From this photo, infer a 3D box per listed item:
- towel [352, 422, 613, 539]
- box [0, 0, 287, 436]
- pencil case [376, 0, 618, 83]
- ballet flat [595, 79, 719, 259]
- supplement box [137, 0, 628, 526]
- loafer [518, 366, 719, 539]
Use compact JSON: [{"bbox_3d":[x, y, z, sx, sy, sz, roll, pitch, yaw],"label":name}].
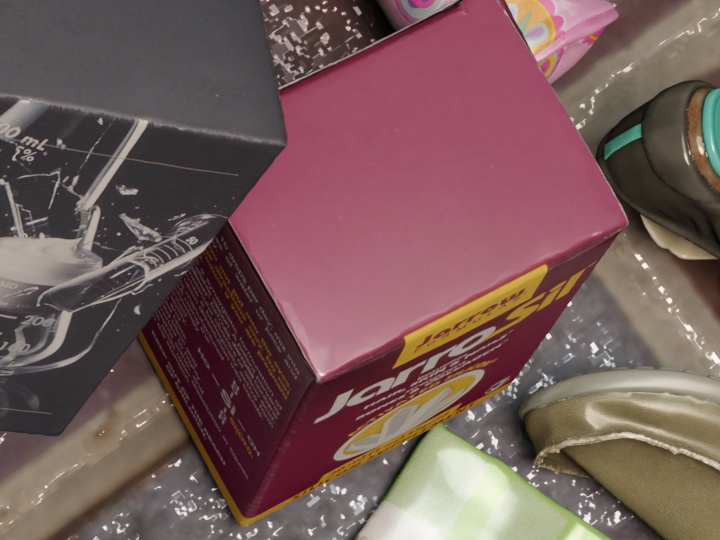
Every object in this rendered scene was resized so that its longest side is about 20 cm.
[{"bbox_3d":[0.038,0.178,1.158,0.149,0.031,0.201,34,72,-6],"label":"towel"},{"bbox_3d":[-0.156,-0.044,0.961,0.199,0.182,0.105,8,52,-29],"label":"box"},{"bbox_3d":[0.017,-0.151,1.197,0.087,0.087,0.200,-34,88,-18],"label":"pencil case"},{"bbox_3d":[0.165,-0.016,1.204,0.200,0.068,0.068,36,50,-38],"label":"ballet flat"},{"bbox_3d":[0.000,0.000,1.095,0.130,0.200,0.104,-26,77,-17],"label":"supplement box"},{"bbox_3d":[0.155,0.093,1.182,0.199,0.075,0.070,18,70,-10],"label":"loafer"}]
